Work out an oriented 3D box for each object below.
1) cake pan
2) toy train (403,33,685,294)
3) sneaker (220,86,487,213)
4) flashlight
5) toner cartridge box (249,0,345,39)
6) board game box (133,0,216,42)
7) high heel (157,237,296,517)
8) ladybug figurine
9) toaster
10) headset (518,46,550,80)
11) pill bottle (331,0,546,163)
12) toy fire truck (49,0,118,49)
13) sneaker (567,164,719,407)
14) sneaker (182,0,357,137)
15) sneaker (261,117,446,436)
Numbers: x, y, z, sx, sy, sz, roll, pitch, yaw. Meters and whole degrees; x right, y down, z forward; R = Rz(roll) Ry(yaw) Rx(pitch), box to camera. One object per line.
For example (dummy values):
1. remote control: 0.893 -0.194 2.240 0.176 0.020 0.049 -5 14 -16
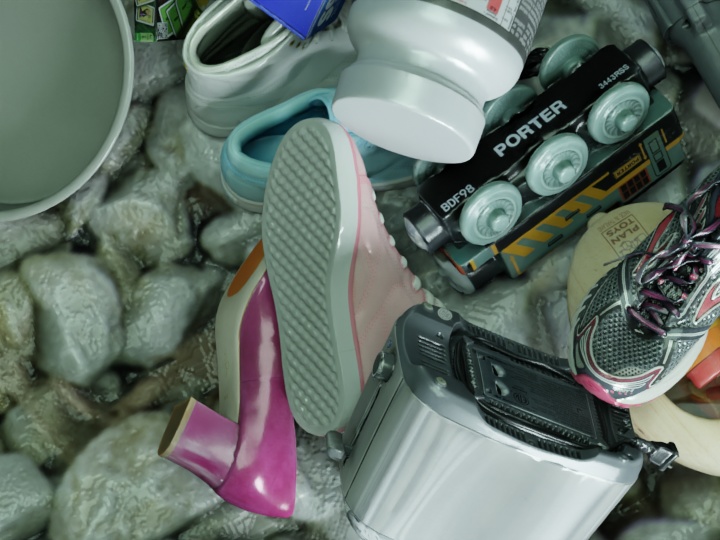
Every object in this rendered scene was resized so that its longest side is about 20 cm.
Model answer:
1. cake pan: -0.236 -0.131 1.765 0.200 0.037 0.201 0 89 18
2. toy train: 0.121 -0.065 1.722 0.200 0.114 0.085 -38 50 -6
3. sneaker: 0.003 -0.092 1.750 0.200 0.082 0.074 -22 75 -4
4. flashlight: 0.254 -0.111 1.757 0.068 0.068 0.200 -11 64 -39
5. toner cartridge box: -0.023 -0.249 1.629 0.095 0.200 0.043 36 37 10
6. board game box: -0.113 -0.253 1.755 0.023 0.105 0.200 4 100 30
7. high heel: -0.050 0.058 1.730 0.096 0.067 0.200 30 65 -15
8. ladybug figurine: 0.209 0.046 1.707 0.136 0.072 0.200 -31 75 -7
9. toaster: 0.080 0.117 1.641 0.200 0.129 0.114 21 30 -19
10. headset: 0.107 -0.227 1.769 0.123 0.094 0.201 -1 91 -11
11. pill bottle: 0.059 -0.176 1.668 0.116 0.116 0.200 18 75 7
12. toy fire truck: -0.177 -0.255 1.822 0.141 0.049 0.200 -31 74 -4
13. sneaker: 0.198 -0.004 1.644 0.081 0.075 0.200 36 75 11
14. sneaker: -0.025 -0.160 1.755 0.200 0.116 0.074 -28 73 -8
15. sneaker: 0.000 0.000 1.704 0.075 0.105 0.201 1 97 46
